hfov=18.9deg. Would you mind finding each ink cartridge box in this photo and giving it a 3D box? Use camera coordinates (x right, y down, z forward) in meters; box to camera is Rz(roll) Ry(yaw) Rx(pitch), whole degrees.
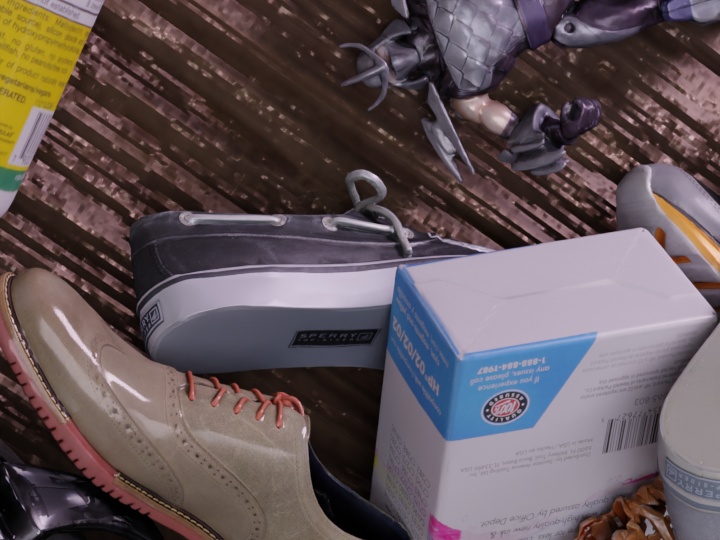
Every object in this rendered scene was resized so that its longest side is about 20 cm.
[{"bbox_3d":[0.067,0.090,0.892,0.114,0.068,0.201,-8,126,-21],"label":"ink cartridge box"}]

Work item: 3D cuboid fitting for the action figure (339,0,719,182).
[{"bbox_3d":[0.084,-0.115,0.898,0.198,0.069,0.131,-20,106,-2],"label":"action figure"}]

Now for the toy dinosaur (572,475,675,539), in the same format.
[{"bbox_3d":[0.095,0.160,0.846,0.136,0.102,0.200,39,100,-27],"label":"toy dinosaur"}]

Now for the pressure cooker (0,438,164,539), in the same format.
[{"bbox_3d":[-0.165,0.154,0.845,0.199,0.176,0.179,-34,104,2],"label":"pressure cooker"}]

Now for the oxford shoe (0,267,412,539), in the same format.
[{"bbox_3d":[-0.060,0.060,0.834,0.075,0.071,0.200,-37,117,15],"label":"oxford shoe"}]

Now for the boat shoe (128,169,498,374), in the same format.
[{"bbox_3d":[-0.001,0.002,0.900,0.198,0.074,0.069,-3,60,-21],"label":"boat shoe"}]

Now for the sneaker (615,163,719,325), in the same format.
[{"bbox_3d":[0.194,0.010,0.935,0.199,0.078,0.078,36,79,-15],"label":"sneaker"}]

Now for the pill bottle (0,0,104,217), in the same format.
[{"bbox_3d":[-0.149,-0.131,0.837,0.112,0.113,0.201,25,95,-11],"label":"pill bottle"}]

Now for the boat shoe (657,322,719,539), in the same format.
[{"bbox_3d":[0.173,0.039,0.848,0.201,0.070,0.072,-44,144,-38],"label":"boat shoe"}]
